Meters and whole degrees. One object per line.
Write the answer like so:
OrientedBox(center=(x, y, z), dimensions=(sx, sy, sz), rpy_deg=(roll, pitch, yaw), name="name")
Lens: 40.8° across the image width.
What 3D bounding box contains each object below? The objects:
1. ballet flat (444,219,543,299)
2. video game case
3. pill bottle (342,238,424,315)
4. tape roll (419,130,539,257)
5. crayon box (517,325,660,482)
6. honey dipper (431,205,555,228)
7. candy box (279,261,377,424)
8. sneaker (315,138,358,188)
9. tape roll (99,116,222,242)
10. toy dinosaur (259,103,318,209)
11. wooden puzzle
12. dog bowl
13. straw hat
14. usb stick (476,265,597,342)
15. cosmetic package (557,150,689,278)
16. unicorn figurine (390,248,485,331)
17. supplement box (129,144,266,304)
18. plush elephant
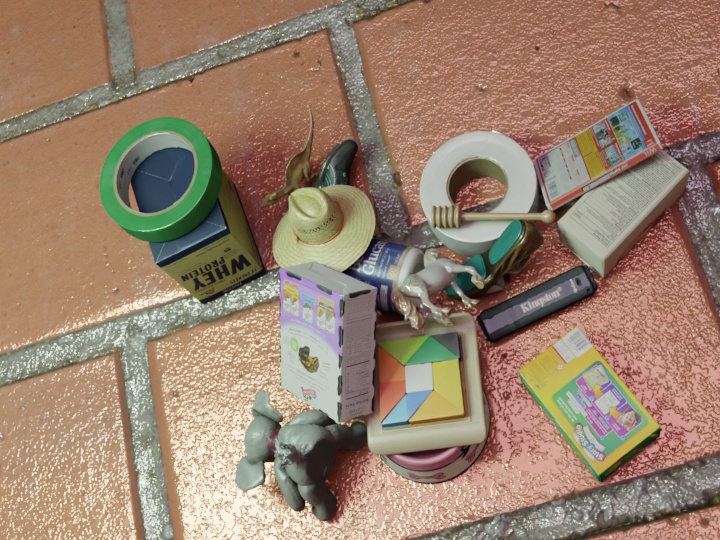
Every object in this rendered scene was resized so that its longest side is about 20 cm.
OrientedBox(center=(0.221, -0.007, 1.561), dimensions=(0.200, 0.071, 0.069), rpy_deg=(-46, 34, 35), name="ballet flat")
OrientedBox(center=(0.379, -0.187, 1.563), dimensions=(0.198, 0.017, 0.144), rpy_deg=(-30, 32, 20), name="video game case")
OrientedBox(center=(0.000, 0.000, 1.608), dimensions=(0.196, 0.111, 0.113), rpy_deg=(12, 73, 19), name="pill bottle")
OrientedBox(center=(0.201, -0.129, 1.626), dimensions=(0.198, 0.071, 0.207), rpy_deg=(-5, 68, 14), name="tape roll")
OrientedBox(center=(0.345, 0.201, 1.468), dimensions=(0.118, 0.058, 0.201), rpy_deg=(-36, 65, 0), name="crayon box")
OrientedBox(center=(0.213, -0.087, 1.552), dimensions=(0.196, 0.038, 0.039), rpy_deg=(0, 69, 11), name="honey dipper")
OrientedBox(center=(-0.052, 0.107, 1.483), dimensions=(0.167, 0.071, 0.204), rpy_deg=(22, 116, 49), name="candy box")
OrientedBox(center=(-0.047, -0.133, 1.702), dimensions=(0.078, 0.075, 0.203), rpy_deg=(27, 87, 13), name="sneaker")
OrientedBox(center=(-0.323, -0.148, 1.565), dimensions=(0.196, 0.048, 0.204), rpy_deg=(-5, 69, 13), name="tape roll")
OrientedBox(center=(-0.104, -0.182, 1.711), dimensions=(0.057, 0.101, 0.203), rpy_deg=(22, 77, 21), name="toy dinosaur")
OrientedBox(center=(0.094, 0.170, 1.479), dimensions=(0.181, 0.037, 0.204), rpy_deg=(-9, 68, 12), name="wooden puzzle")
OrientedBox(center=(0.102, 0.226, 1.516), dimensions=(0.196, 0.074, 0.204), rpy_deg=(-5, 69, 14), name="dog bowl")
OrientedBox(center=(-0.075, -0.090, 1.572), dimensions=(0.197, 0.085, 0.204), rpy_deg=(-15, 50, 18), name="straw hat")
OrientedBox(center=(0.283, 0.053, 1.555), dimensions=(0.197, 0.033, 0.056), rpy_deg=(-26, 64, 4), name="usb stick")
OrientedBox(center=(0.419, -0.101, 1.547), dimensions=(0.200, 0.087, 0.103), rpy_deg=(-43, 66, -5), name="cosmetic package")
OrientedBox(center=(0.123, 0.019, 1.510), dimensions=(0.137, 0.198, 0.075), rpy_deg=(35, 122, 31), name="unicorn figurine")
OrientedBox(center=(-0.280, -0.085, 1.667), dimensions=(0.132, 0.200, 0.203), rpy_deg=(-25, 65, 4), name="supplement box")
OrientedBox(center=(-0.115, 0.280, 1.516), dimensions=(0.153, 0.199, 0.167), rpy_deg=(16, 81, 39), name="plush elephant")
